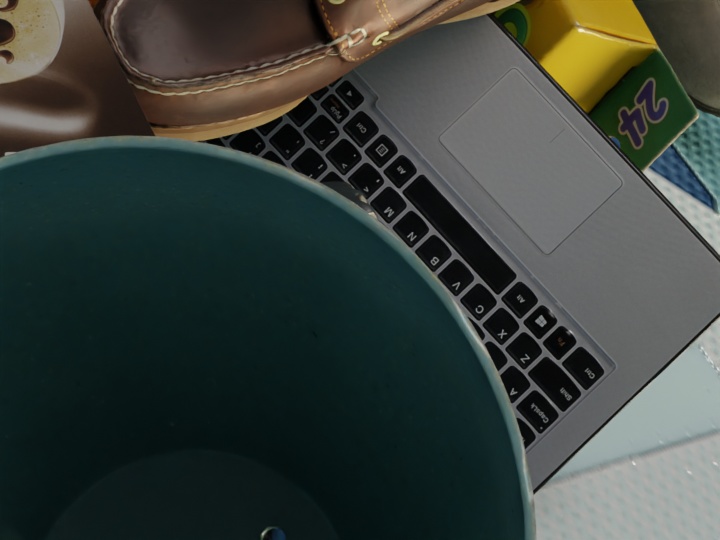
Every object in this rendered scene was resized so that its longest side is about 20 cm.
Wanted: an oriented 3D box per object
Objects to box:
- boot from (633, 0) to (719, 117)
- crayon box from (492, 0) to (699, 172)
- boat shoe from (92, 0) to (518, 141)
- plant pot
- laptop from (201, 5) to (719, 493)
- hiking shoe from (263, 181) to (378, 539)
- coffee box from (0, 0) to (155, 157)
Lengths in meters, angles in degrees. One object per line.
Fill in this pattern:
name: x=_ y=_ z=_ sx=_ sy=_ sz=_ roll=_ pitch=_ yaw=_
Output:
boot: x=0.131 y=-0.166 z=1.276 sx=0.131 sy=0.067 sz=0.201 roll=49 pitch=15 yaw=-79
crayon box: x=0.032 y=-0.097 z=1.096 sx=0.051 sy=0.126 sz=0.201 roll=9 pitch=45 yaw=-45
boat shoe: x=-0.005 y=-0.105 z=0.959 sx=0.199 sy=0.070 sz=0.071 roll=-28 pitch=81 yaw=-29
plant pot: x=-0.052 y=0.081 z=0.738 sx=0.200 sy=0.200 sz=0.135 roll=52 pitch=-4 yaw=14
laptop: x=0.000 y=0.000 z=0.953 sx=0.187 sy=0.200 sz=0.116 roll=47 pitch=-4 yaw=5
hiking shoe: x=-0.005 y=0.077 z=0.878 sx=0.074 sy=0.086 sz=0.201 roll=65 pitch=5 yaw=-80
coffee box: x=-0.140 y=-0.054 z=0.862 sx=0.113 sy=0.080 sz=0.201 roll=-2 pitch=52 yaw=-39
